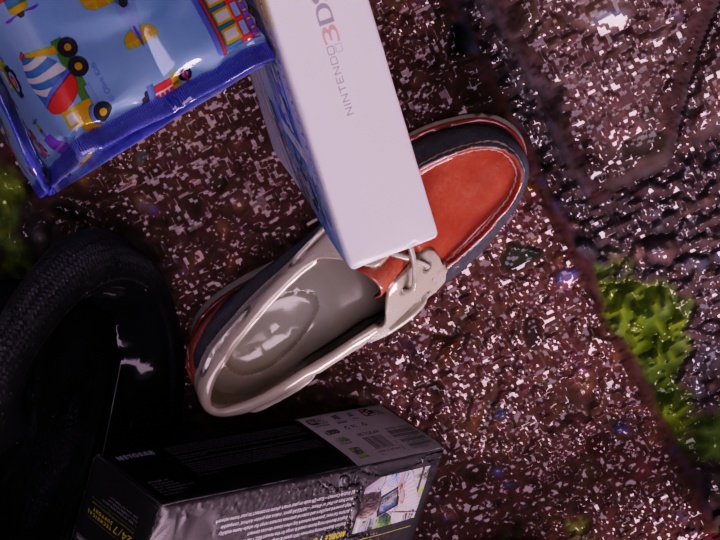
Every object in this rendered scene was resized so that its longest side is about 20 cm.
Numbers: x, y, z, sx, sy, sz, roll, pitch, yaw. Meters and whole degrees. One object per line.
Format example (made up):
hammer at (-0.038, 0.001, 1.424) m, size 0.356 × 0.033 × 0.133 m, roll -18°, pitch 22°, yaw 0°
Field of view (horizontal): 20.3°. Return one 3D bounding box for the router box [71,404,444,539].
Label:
router box at (-0.058, 0.150, 0.966) m, size 0.199 × 0.051 × 0.150 m, roll -5°, pitch 119°, yaw -49°

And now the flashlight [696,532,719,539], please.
flashlight at (0.153, 0.155, 1.045) m, size 0.199 × 0.068 × 0.068 m, roll -20°, pitch 112°, yaw -2°

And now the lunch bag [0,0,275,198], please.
lunch bag at (-0.137, -0.117, 0.848) m, size 0.094 × 0.200 × 0.151 m, roll -29°, pitch 94°, yaw -22°

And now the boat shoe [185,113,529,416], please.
boat shoe at (0.000, 0.000, 0.970) m, size 0.199 × 0.063 × 0.071 m, roll -35°, pitch 108°, yaw 7°

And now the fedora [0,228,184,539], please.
fedora at (-0.164, 0.075, 0.947) m, size 0.091 × 0.200 × 0.202 m, roll 10°, pitch 114°, yaw 27°

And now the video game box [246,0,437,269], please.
video game box at (-0.033, -0.123, 0.853) m, size 0.046 × 0.182 × 0.201 m, roll -19°, pitch 112°, yaw -3°
